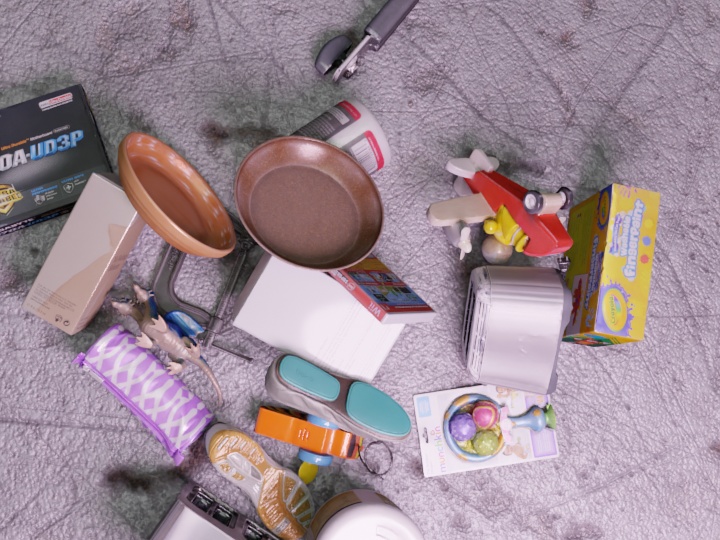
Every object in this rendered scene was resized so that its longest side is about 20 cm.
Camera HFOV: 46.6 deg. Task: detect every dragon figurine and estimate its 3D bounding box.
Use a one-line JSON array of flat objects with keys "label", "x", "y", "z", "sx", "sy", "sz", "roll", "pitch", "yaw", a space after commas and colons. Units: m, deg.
[{"label": "dragon figurine", "x": -0.251, "y": 0.092, "z": 1.134, "sx": 0.199, "sy": 0.100, "sz": 0.059, "roll": 39, "pitch": 97, "yaw": -16}]

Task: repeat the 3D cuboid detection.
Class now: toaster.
[{"label": "toaster", "x": -0.185, "y": 0.367, "z": 1.045, "sx": 0.180, "sy": 0.200, "sz": 0.119, "roll": 33, "pitch": 84, "yaw": 0}, {"label": "toaster", "x": 0.211, "y": 0.072, "z": 1.147, "sx": 0.127, "sy": 0.114, "sz": 0.202, "roll": 4, "pitch": 116, "yaw": -1}]

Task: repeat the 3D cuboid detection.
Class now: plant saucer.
[{"label": "plant saucer", "x": -0.067, "y": -0.080, "z": 1.063, "sx": 0.198, "sy": 0.037, "sz": 0.203, "roll": 10, "pitch": 59, "yaw": -16}, {"label": "plant saucer", "x": -0.245, "y": -0.093, "z": 1.098, "sx": 0.037, "sy": 0.200, "sz": 0.201, "roll": -37, "pitch": 87, "yaw": 14}]

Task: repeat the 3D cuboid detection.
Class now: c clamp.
[{"label": "c clamp", "x": -0.205, "y": 0.012, "z": 1.182, "sx": 0.169, "sy": 0.027, "sz": 0.203, "roll": 15, "pitch": 82, "yaw": 1}]

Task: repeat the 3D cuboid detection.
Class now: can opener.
[{"label": "can opener", "x": 0.010, "y": -0.362, "z": 1.241, "sx": 0.067, "sy": 0.053, "sz": 0.201, "roll": 38, "pitch": 79, "yaw": -1}]

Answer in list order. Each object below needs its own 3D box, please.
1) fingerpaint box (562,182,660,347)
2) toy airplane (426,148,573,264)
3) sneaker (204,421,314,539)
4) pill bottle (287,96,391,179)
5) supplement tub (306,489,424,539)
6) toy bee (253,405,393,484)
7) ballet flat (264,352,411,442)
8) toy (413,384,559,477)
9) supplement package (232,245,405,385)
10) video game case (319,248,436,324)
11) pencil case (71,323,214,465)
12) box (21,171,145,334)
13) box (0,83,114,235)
[{"label": "fingerpaint box", "x": 0.342, "y": -0.001, "z": 1.168, "sx": 0.072, "sy": 0.167, "sz": 0.203, "roll": 11, "pitch": 80, "yaw": -4}, {"label": "toy airplane", "x": 0.194, "y": -0.080, "z": 1.179, "sx": 0.197, "sy": 0.200, "sz": 0.143, "roll": 13, "pitch": 116, "yaw": 4}, {"label": "sneaker", "x": -0.135, "y": 0.276, "z": 1.129, "sx": 0.075, "sy": 0.087, "sz": 0.201, "roll": -40, "pitch": 111, "yaw": -14}, {"label": "pill bottle", "x": -0.064, "y": -0.146, "z": 1.173, "sx": 0.199, "sy": 0.111, "sz": 0.111, "roll": -34, "pitch": 87, "yaw": -10}, {"label": "supplement tub", "x": 0.003, "y": 0.358, "z": 1.064, "sx": 0.142, "sy": 0.200, "sz": 0.147, "roll": 1, "pitch": 82, "yaw": -6}, {"label": "toy bee", "x": -0.042, "y": 0.236, "z": 1.138, "sx": 0.199, "sy": 0.109, "sz": 0.132, "roll": 37, "pitch": 96, "yaw": 21}, {"label": "ballet flat", "x": -0.030, "y": 0.167, "z": 1.061, "sx": 0.198, "sy": 0.064, "sz": 0.068, "roll": 27, "pitch": 49, "yaw": -9}, {"label": "toy", "x": 0.182, "y": 0.220, "z": 1.180, "sx": 0.197, "sy": 0.047, "sz": 0.117, "roll": -7, "pitch": 81, "yaw": -7}, {"label": "supplement package", "x": -0.058, "y": 0.059, "z": 1.117, "sx": 0.199, "sy": 0.117, "sz": 0.118, "roll": 31, "pitch": 94, "yaw": -11}, {"label": "video game case", "x": 0.000, "y": 0.000, "z": 1.117, "sx": 0.200, "sy": 0.142, "sz": 0.018, "roll": 43, "pitch": 109, "yaw": 25}, {"label": "pencil case", "x": -0.288, "y": 0.160, "z": 1.117, "sx": 0.200, "sy": 0.086, "sz": 0.084, "roll": 41, "pitch": 120, "yaw": 1}, {"label": "box", "x": -0.357, "y": -0.026, "z": 1.111, "sx": 0.077, "sy": 0.095, "sz": 0.202, "roll": 30, "pitch": 95, "yaw": -4}, {"label": "box", "x": -0.455, "y": -0.151, "z": 1.164, "sx": 0.198, "sy": 0.046, "sz": 0.161, "roll": -20, "pitch": 85, "yaw": -9}]
